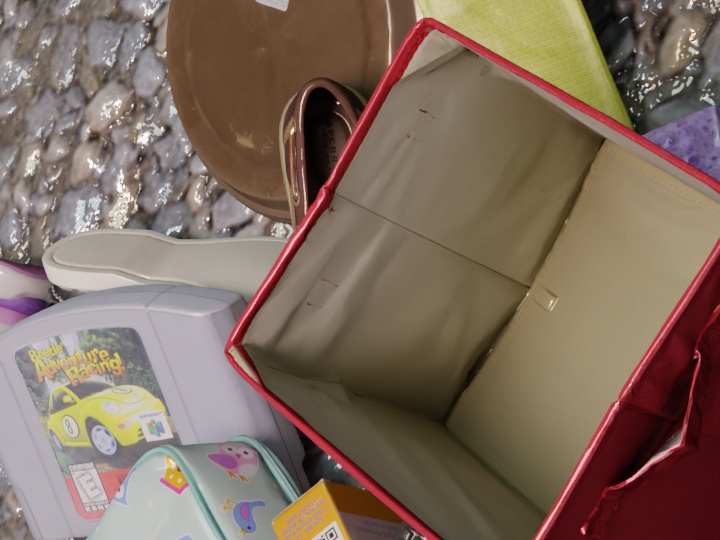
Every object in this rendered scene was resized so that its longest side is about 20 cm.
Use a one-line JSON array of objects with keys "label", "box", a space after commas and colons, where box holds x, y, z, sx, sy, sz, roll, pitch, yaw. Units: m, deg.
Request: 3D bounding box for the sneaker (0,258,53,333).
[{"label": "sneaker", "box": [-0.275, 0.028, 1.139, 0.199, 0.080, 0.089, 10, 90, 37]}]

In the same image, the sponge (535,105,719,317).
[{"label": "sponge", "box": [0.141, 0.032, 0.858, 0.111, 0.030, 0.201, -19, 66, 31]}]

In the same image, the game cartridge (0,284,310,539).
[{"label": "game cartridge", "box": [-0.131, 0.077, 0.998, 0.199, 0.041, 0.134, -13, 100, 35]}]

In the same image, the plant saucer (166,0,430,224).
[{"label": "plant saucer", "box": [-0.040, -0.124, 1.001, 0.199, 0.029, 0.201, 5, 97, 40]}]

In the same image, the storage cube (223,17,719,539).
[{"label": "storage cube", "box": [0.087, 0.028, 0.767, 0.200, 0.179, 0.171, 36, 98, 36]}]

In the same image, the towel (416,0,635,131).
[{"label": "towel", "box": [0.066, -0.141, 0.910, 0.086, 0.018, 0.201, -20, 96, 34]}]

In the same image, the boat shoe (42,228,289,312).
[{"label": "boat shoe", "box": [-0.086, 0.021, 1.009, 0.199, 0.074, 0.061, 5, 121, 21]}]

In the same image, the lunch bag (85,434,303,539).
[{"label": "lunch bag", "box": [-0.081, 0.196, 0.917, 0.161, 0.077, 0.200, 53, 129, 28]}]

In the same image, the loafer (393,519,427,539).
[{"label": "loafer", "box": [0.105, 0.169, 0.812, 0.200, 0.071, 0.073, 44, 104, 13]}]

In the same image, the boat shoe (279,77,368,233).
[{"label": "boat shoe", "box": [0.000, 0.000, 0.910, 0.072, 0.072, 0.201, -10, 88, -2]}]

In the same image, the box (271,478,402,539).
[{"label": "box", "box": [0.042, 0.194, 0.826, 0.041, 0.119, 0.201, -38, 57, 21]}]
